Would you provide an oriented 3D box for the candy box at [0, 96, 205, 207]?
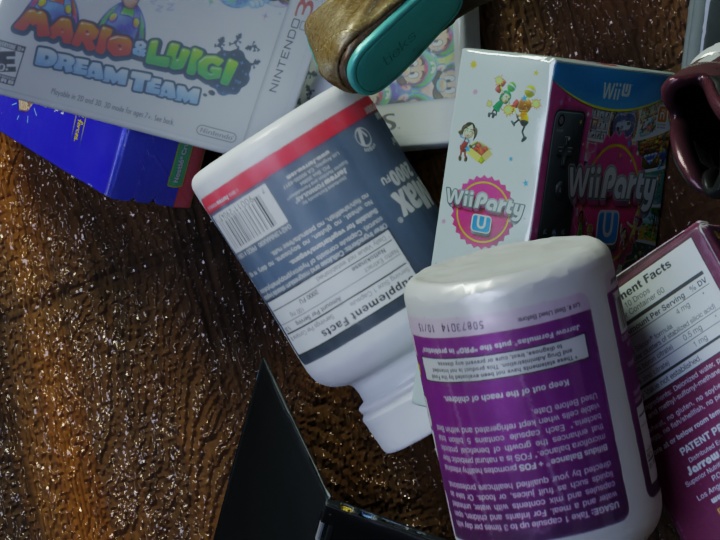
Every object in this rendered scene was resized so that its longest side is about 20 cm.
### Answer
[{"bbox_3d":[-0.170,-0.154,1.670,0.200,0.077,0.169,31,110,44],"label":"candy box"}]

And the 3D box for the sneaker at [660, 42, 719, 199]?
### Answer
[{"bbox_3d":[0.224,-0.032,1.362,0.200,0.115,0.076,48,118,13],"label":"sneaker"}]

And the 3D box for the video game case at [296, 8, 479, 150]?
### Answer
[{"bbox_3d":[-0.011,-0.171,1.611,0.182,0.024,0.201,-3,88,33],"label":"video game case"}]

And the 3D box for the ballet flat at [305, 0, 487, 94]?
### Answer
[{"bbox_3d":[0.049,-0.178,1.505,0.200,0.068,0.072,-38,51,-10],"label":"ballet flat"}]

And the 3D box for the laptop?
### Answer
[{"bbox_3d":[-0.001,0.187,1.587,0.200,0.116,0.188,19,125,5],"label":"laptop"}]

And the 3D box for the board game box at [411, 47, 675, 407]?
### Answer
[{"bbox_3d":[0.106,-0.019,1.470,0.064,0.147,0.201,10,96,34],"label":"board game box"}]

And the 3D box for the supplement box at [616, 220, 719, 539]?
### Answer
[{"bbox_3d":[0.219,0.083,1.406,0.103,0.131,0.200,-36,70,29],"label":"supplement box"}]

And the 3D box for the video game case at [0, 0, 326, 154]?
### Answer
[{"bbox_3d":[-0.113,-0.171,1.553,0.182,0.200,0.024,-70,24,13],"label":"video game case"}]

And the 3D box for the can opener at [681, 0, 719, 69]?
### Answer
[{"bbox_3d":[0.196,-0.201,1.457,0.066,0.053,0.201,3,89,3],"label":"can opener"}]

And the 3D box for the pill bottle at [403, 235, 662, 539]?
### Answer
[{"bbox_3d":[0.094,0.090,1.352,0.112,0.112,0.200,-7,99,33],"label":"pill bottle"}]

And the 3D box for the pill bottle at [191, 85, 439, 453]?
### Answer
[{"bbox_3d":[0.000,0.000,1.541,0.119,0.120,0.200,-31,93,29],"label":"pill bottle"}]
